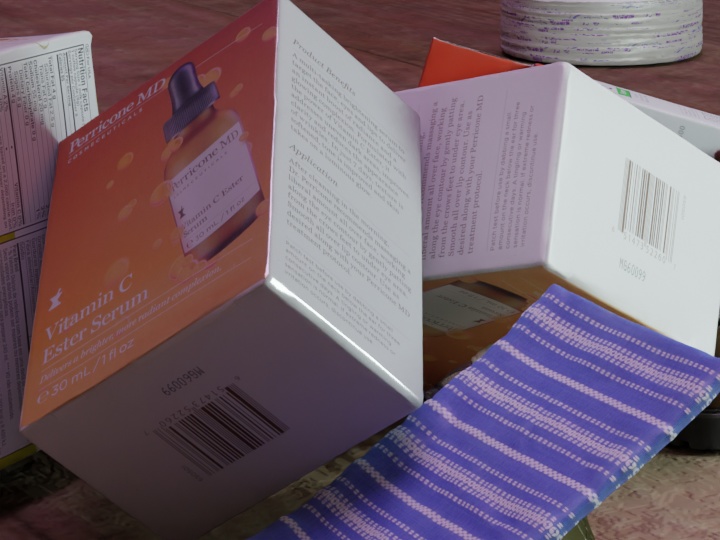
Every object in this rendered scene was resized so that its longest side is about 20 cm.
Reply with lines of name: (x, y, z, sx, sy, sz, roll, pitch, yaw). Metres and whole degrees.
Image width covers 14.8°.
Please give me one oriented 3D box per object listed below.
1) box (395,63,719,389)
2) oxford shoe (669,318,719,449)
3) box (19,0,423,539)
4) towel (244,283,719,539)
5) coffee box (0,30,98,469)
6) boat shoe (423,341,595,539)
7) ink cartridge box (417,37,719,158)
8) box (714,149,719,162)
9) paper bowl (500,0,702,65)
box: (0.062, -0.016, 1.407, 0.200, 0.107, 0.152, -8, -24, 40)
oxford shoe: (0.145, 0.033, 1.490, 0.073, 0.085, 0.200, -12, 16, -35)
box: (-0.061, -0.002, 1.280, 0.152, 0.106, 0.200, -33, 35, 27)
towel: (0.050, 0.085, 1.182, 0.200, 0.024, 0.145, -40, 27, -13)
coffee box: (-0.252, -0.006, 1.366, 0.199, 0.201, 0.198, -1, 11, 25)
boat shoe: (0.061, 0.101, 1.252, 0.066, 0.072, 0.201, -28, 25, 8)
ink cartridge box: (0.127, -0.069, 1.760, 0.200, 0.109, 0.050, 16, 14, -3)
box: (0.310, -0.018, 1.669, 0.075, 0.100, 0.200, -12, 18, -41)
paper bowl: (0.237, -0.266, 2.726, 0.200, 0.105, 0.201, -1, 14, 0)
